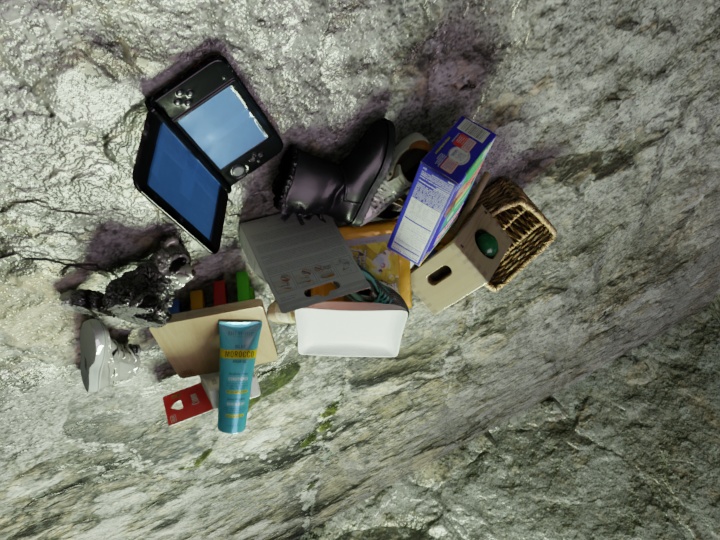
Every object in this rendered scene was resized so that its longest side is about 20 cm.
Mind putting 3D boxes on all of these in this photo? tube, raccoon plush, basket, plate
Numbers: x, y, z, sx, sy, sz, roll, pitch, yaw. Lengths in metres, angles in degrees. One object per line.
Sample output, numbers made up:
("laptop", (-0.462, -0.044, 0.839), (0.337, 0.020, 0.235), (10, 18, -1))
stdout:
("tube", (-0.221, 0.187, 1.090), (0.076, 0.050, 0.204), (1, 102, -27))
("raccoon plush", (-0.359, 0.004, 0.958), (0.196, 0.136, 0.097), (12, 155, -7))
("basket", (0.297, -0.077, 1.322), (0.200, 0.150, 0.142), (-43, 147, 21))
("plate", (-0.019, 0.106, 1.124), (0.196, 0.033, 0.201), (2, 148, -2))

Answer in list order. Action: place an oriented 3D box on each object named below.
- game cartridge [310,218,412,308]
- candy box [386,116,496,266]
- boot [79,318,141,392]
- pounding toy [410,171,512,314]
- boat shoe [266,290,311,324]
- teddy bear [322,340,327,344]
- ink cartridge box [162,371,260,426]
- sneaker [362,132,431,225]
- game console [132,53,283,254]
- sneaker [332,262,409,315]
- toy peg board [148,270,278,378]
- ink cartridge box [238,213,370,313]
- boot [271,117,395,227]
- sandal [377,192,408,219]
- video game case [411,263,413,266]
("game cartridge", (0.000, 0.000, 1.159), (0.196, 0.032, 0.180), (-9, 105, -17))
("candy box", (0.137, -0.133, 1.045), (0.169, 0.076, 0.201), (-50, 167, -40))
("boot", (-0.435, 0.140, 1.073), (0.094, 0.074, 0.201), (-15, 154, -35))
("pounding toy", (0.200, -0.054, 1.212), (0.199, 0.142, 0.184), (-38, -173, 45))
("boat shoe", (-0.130, 0.070, 1.202), (0.064, 0.074, 0.200), (-9, -179, 10))
("teddy bear", (0.001, 0.083, 1.238), (0.198, 0.067, 0.147), (-29, 119, -7))
("ink cartridge box", (-0.303, 0.229, 1.204), (0.173, 0.046, 0.199), (-16, -170, -20))
("sneaker", (0.043, -0.149, 1.045), (0.072, 0.085, 0.200), (36, 106, -22))
("game console", (-0.192, -0.148, 0.821), (0.171, 0.120, 0.200), (-33, 149, 2))
("sneaker", (0.015, 0.044, 1.111), (0.199, 0.091, 0.078), (36, 93, -20))
("toy peg board", (-0.269, 0.098, 1.148), (0.195, 0.099, 0.201), (-10, 144, -5))
("ink cartridge box", (-0.096, -0.014, 1.014), (0.158, 0.202, 0.050), (-16, 147, -23))
("boot", (-0.046, -0.163, 0.976), (0.160, 0.074, 0.201), (10, 115, -30))
("sandal", (0.054, -0.124, 1.133), (0.197, 0.054, 0.081), (-23, 148, -15))
("video game case", (0.021, 0.013, 1.327), (0.198, 0.023, 0.182), (-33, 149, 2))
